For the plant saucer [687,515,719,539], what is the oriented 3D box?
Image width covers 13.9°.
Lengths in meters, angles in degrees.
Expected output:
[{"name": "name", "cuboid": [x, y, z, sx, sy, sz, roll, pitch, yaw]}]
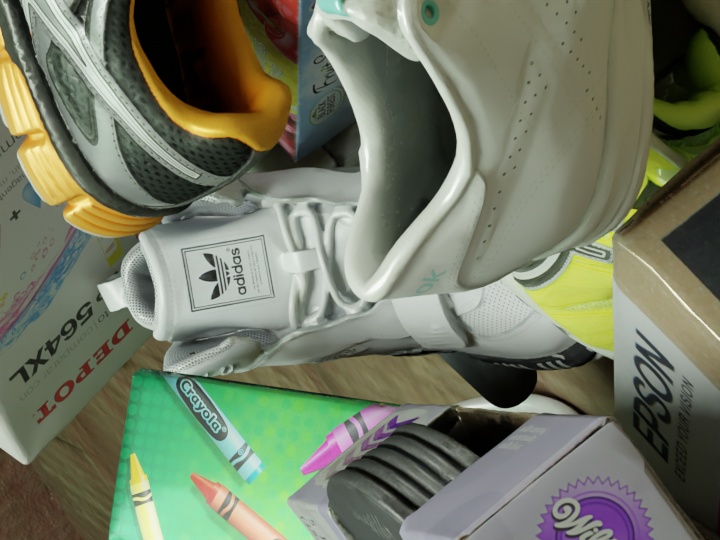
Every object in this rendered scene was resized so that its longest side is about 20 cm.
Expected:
[{"name": "plant saucer", "cuboid": [0.115, 0.134, 0.809, 0.200, 0.034, 0.200, 49, 169, 13]}]

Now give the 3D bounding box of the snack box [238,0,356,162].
[{"name": "snack box", "cuboid": [-0.057, -0.152, 0.923, 0.200, 0.068, 0.169, 52, 167, 15]}]

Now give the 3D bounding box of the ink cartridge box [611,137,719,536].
[{"name": "ink cartridge box", "cuboid": [0.143, 0.067, 0.774, 0.165, 0.075, 0.200, 47, 167, 23]}]

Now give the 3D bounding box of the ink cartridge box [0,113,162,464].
[{"name": "ink cartridge box", "cuboid": [-0.131, -0.044, 1.002, 0.125, 0.129, 0.200, 34, 161, 28]}]

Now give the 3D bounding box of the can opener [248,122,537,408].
[{"name": "can opener", "cuboid": [0.003, -0.030, 1.062, 0.200, 0.053, 0.067, 46, 164, 30]}]

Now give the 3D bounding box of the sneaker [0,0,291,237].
[{"name": "sneaker", "cuboid": [-0.081, -0.108, 0.846, 0.077, 0.078, 0.200, -11, 112, 44]}]

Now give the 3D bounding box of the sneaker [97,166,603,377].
[{"name": "sneaker", "cuboid": [0.000, 0.000, 0.934, 0.200, 0.115, 0.075, -4, 93, 61]}]

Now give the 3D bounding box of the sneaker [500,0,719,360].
[{"name": "sneaker", "cuboid": [0.068, -0.035, 0.774, 0.076, 0.075, 0.200, 42, 164, 42]}]

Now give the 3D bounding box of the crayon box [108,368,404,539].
[{"name": "crayon box", "cuboid": [0.025, 0.076, 0.946, 0.119, 0.058, 0.200, 7, 176, 30]}]

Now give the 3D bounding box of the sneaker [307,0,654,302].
[{"name": "sneaker", "cuboid": [0.022, -0.086, 0.656, 0.075, 0.088, 0.200, 17, 121, 41]}]

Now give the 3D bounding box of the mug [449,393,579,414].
[{"name": "mug", "cuboid": [0.085, 0.172, 1.140, 0.200, 0.133, 0.177, 58, 169, -32]}]

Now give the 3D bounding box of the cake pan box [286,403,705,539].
[{"name": "cake pan box", "cuboid": [0.070, 0.117, 0.723, 0.200, 0.052, 0.184, 54, 167, -8]}]
